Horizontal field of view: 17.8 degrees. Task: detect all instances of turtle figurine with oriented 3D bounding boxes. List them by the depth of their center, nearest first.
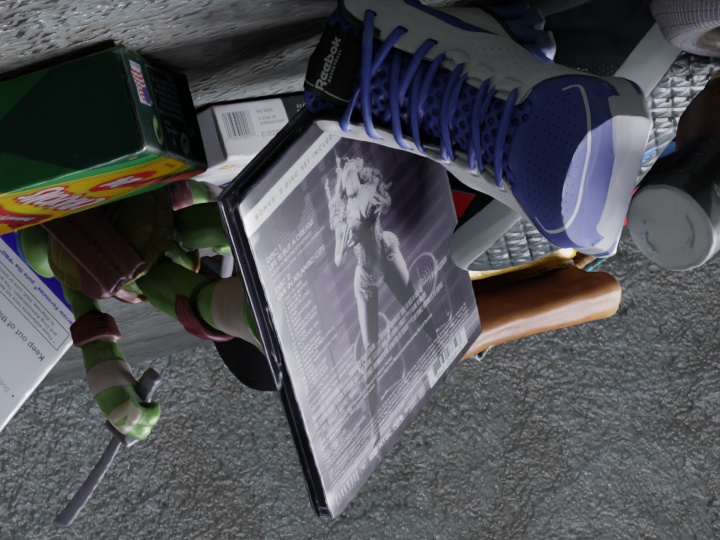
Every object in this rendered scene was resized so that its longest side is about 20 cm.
[{"bbox_3d":[-0.079,0.018,1.179,0.193,0.202,0.144,-1,-161,44],"label":"turtle figurine"}]

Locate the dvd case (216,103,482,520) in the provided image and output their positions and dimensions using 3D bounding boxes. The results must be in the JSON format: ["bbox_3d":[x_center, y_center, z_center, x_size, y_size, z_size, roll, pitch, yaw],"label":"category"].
[{"bbox_3d":[0.000,0.000,1.105,0.016,0.201,0.149,15,-133,32],"label":"dvd case"}]

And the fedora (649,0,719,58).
[{"bbox_3d":[0.200,-0.136,0.885,0.175,0.091,0.200,-3,179,-15],"label":"fedora"}]

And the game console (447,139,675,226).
[{"bbox_3d":[0.108,-0.067,1.390,0.176,0.031,0.199,19,-155,33],"label":"game console"}]

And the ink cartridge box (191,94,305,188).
[{"bbox_3d":[-0.103,-0.055,1.309,0.094,0.037,0.199,-12,172,-43],"label":"ink cartridge box"}]

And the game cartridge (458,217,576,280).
[{"bbox_3d":[0.013,-0.034,1.378,0.175,0.033,0.200,-11,-154,-33],"label":"game cartridge"}]

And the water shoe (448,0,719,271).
[{"bbox_3d":[0.104,-0.080,1.087,0.071,0.079,0.200,0,142,-48],"label":"water shoe"}]

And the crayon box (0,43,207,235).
[{"bbox_3d":[-0.180,-0.045,1.050,0.198,0.051,0.127,-16,176,9],"label":"crayon box"}]

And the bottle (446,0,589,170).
[{"bbox_3d":[0.087,-0.095,1.151,0.199,0.084,0.065,-16,-154,22],"label":"bottle"}]

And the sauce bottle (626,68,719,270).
[{"bbox_3d":[0.178,-0.064,0.993,0.064,0.065,0.200,-19,-162,43],"label":"sauce bottle"}]

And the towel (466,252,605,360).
[{"bbox_3d":[0.042,-0.014,1.445,0.199,0.022,0.146,25,-132,38],"label":"towel"}]

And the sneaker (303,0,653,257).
[{"bbox_3d":[0.039,-0.068,0.989,0.114,0.081,0.200,6,-160,-20],"label":"sneaker"}]

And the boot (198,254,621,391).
[{"bbox_3d":[0.022,0.009,1.346,0.199,0.069,0.188,-22,-155,-29],"label":"boot"}]

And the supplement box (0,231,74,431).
[{"bbox_3d":[-0.256,0.069,1.261,0.101,0.103,0.200,-17,-148,53],"label":"supplement box"}]
